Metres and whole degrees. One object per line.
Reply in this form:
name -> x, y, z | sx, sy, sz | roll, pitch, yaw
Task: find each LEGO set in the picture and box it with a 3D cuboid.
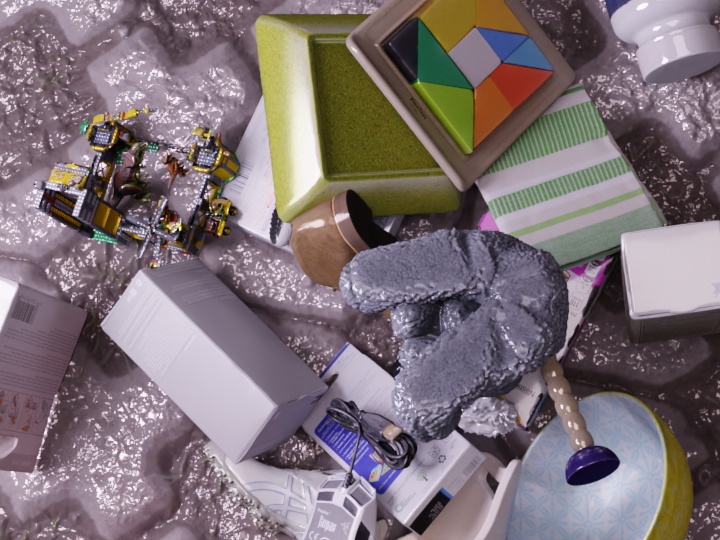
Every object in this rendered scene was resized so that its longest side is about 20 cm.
LEGO set -> -0.229, -0.093, 1.533 | 0.199, 0.116, 0.154 | 21, 82, 28

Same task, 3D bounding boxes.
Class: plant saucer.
plant saucer -> 0.009, -0.153, 1.476 | 0.199, 0.048, 0.201 | -5, 85, -27

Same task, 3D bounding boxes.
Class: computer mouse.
computer mouse -> -0.012, 0.227, 1.440 | 0.109, 0.044, 0.201 | 18, 91, 41

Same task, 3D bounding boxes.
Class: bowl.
bowl -> 0.240, 0.225, 1.432 | 0.107, 0.200, 0.201 | 29, 85, -30

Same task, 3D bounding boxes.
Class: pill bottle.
pill bottle -> 0.290, -0.291, 1.517 | 0.111, 0.111, 0.201 | -15, 79, 6

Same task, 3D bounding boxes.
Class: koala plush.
koala plush -> 0.094, 0.066, 1.378 | 0.183, 0.200, 0.178 | -22, 68, -6

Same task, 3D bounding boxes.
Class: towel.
towel -> 0.189, -0.088, 1.494 | 0.152, 0.023, 0.200 | -18, 56, -10

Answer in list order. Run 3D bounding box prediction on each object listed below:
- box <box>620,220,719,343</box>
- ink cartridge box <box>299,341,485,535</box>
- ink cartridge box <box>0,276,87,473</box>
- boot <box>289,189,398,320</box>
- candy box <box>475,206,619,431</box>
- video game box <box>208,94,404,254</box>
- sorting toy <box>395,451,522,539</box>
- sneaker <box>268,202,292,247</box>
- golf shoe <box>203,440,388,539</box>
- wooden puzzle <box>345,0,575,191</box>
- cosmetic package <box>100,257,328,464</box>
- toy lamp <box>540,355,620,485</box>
box -> 0.288, 0.015, 1.423 | 0.095, 0.200, 0.078 | -7, 80, 7
ink cartridge box -> 0.023, 0.159, 1.495 | 0.100, 0.039, 0.200 | -50, 48, -1
ink cartridge box -> -0.342, 0.103, 1.501 | 0.045, 0.200, 0.177 | 18, 84, 11
boot -> 0.000, 0.000, 1.488 | 0.075, 0.200, 0.074 | -21, 46, 19
candy box -> 0.150, 0.038, 1.511 | 0.136, 0.061, 0.201 | 27, 86, 12
video game box -> -0.031, -0.108, 1.569 | 0.182, 0.047, 0.201 | 24, 85, 13
sorting toy -> 0.097, 0.255, 1.433 | 0.107, 0.200, 0.181 | 23, 83, -10
sneaker -> -0.028, -0.110, 1.520 | 0.080, 0.074, 0.201 | 17, 82, -13
golf shoe -> -0.062, 0.221, 1.515 | 0.200, 0.078, 0.097 | 42, 77, 5
wooden puzzle -> 0.104, -0.204, 1.482 | 0.185, 0.037, 0.200 | 51, 62, -13
cosmetic package -> -0.141, 0.085, 1.507 | 0.200, 0.107, 0.090 | 47, 115, 17
toy lamp -> 0.178, 0.098, 1.418 | 0.058, 0.058, 0.201 | -20, 62, 5
